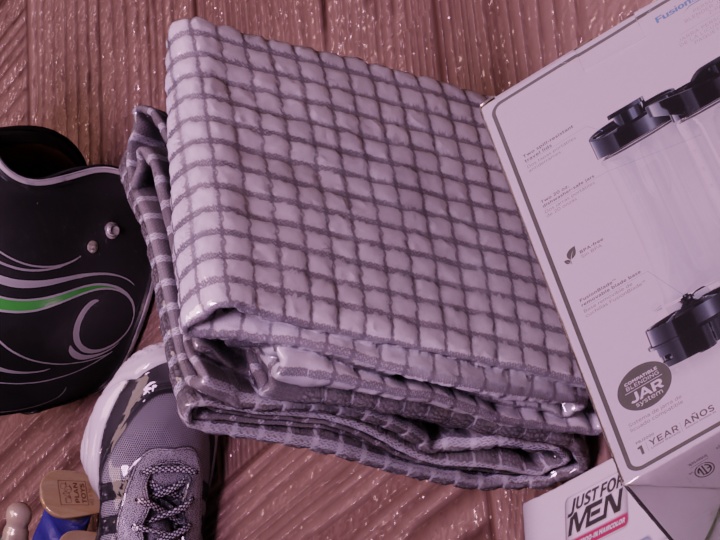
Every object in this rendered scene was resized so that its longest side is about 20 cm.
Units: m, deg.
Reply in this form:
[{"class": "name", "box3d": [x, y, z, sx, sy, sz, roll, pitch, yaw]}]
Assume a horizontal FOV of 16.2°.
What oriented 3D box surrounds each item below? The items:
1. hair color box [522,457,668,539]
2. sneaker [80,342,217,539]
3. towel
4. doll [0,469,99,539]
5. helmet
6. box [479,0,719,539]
[{"class": "hair color box", "box3d": [0.114, 0.169, 0.916, 0.099, 0.060, 0.202, -36, 50, 52]}, {"class": "sneaker", "box3d": [-0.103, 0.146, 1.322, 0.114, 0.075, 0.201, 46, 126, 57]}, {"class": "towel", "box3d": [0.000, 0.000, 1.043, 0.086, 0.199, 0.166, -54, 36, 40]}, {"class": "doll", "box3d": [-0.192, 0.195, 1.492, 0.200, 0.048, 0.137, -58, 43, 45]}, {"class": "helmet", "box3d": [-0.232, -0.015, 1.490, 0.200, 0.189, 0.202, -30, 55, 55]}, {"class": "box", "box3d": [0.126, -0.008, 0.900, 0.116, 0.060, 0.201, -31, 43, 12]}]
